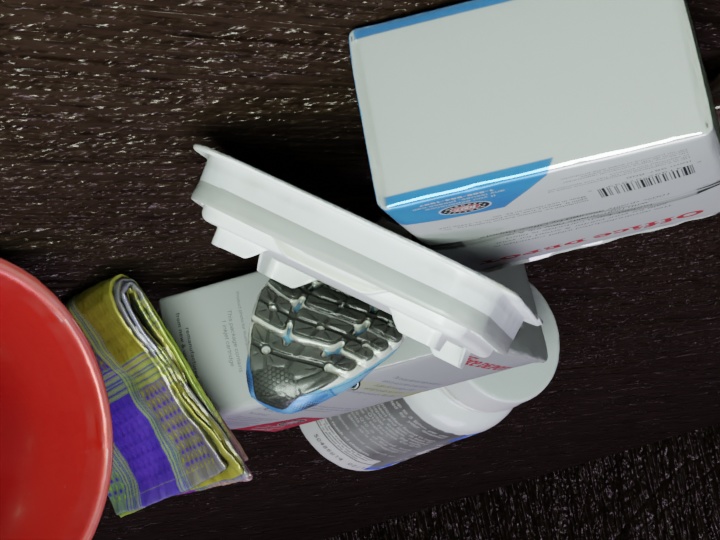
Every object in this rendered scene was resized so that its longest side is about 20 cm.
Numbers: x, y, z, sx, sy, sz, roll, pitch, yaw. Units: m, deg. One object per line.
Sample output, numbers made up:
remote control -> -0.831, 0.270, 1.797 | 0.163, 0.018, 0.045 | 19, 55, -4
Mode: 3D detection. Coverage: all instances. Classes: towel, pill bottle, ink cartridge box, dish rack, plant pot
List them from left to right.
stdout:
plant pot -> -0.261, 0.096, 1.279 | 0.200, 0.202, 0.177 | -3, 177, -41
towel -> -0.146, 0.081, 1.453 | 0.023, 0.144, 0.200 | -37, -172, -30
ink cartridge box -> -0.002, 0.037, 1.486 | 0.199, 0.084, 0.145 | -15, 169, 19
dish rack -> 0.000, 0.000, 1.163 | 0.171, 0.044, 0.200 | 26, 178, 10
pill bottle -> 0.046, 0.069, 1.681 | 0.113, 0.114, 0.200 | -6, 168, -33
ink cartridge box -> 0.088, -0.065, 1.080 | 0.144, 0.085, 0.200 | -13, 170, 10

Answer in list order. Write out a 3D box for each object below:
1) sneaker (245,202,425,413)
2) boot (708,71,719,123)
sneaker -> -0.010, 0.039, 1.299 | 0.078, 0.090, 0.200 | 25, -154, 11
boot -> 0.132, -0.049, 1.281 | 0.199, 0.065, 0.187 | -16, 157, -1
